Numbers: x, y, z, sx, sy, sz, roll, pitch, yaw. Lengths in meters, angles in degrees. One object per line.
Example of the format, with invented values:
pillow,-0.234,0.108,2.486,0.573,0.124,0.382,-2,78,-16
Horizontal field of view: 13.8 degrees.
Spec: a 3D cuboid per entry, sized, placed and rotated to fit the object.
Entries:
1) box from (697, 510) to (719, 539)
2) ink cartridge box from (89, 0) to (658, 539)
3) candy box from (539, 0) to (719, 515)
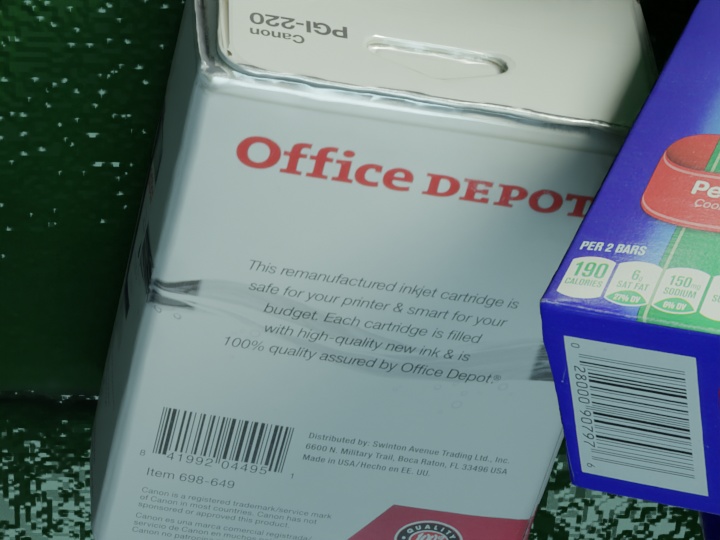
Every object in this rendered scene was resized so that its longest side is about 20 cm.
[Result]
box,0.171,0.073,0.945,0.104,0.201,0.185,-15,129,10
ink cartridge box,0.000,0.000,0.952,0.145,0.085,0.201,8,130,-10
candy box,0.164,-0.016,0.841,0.168,0.200,0.077,9,132,22
